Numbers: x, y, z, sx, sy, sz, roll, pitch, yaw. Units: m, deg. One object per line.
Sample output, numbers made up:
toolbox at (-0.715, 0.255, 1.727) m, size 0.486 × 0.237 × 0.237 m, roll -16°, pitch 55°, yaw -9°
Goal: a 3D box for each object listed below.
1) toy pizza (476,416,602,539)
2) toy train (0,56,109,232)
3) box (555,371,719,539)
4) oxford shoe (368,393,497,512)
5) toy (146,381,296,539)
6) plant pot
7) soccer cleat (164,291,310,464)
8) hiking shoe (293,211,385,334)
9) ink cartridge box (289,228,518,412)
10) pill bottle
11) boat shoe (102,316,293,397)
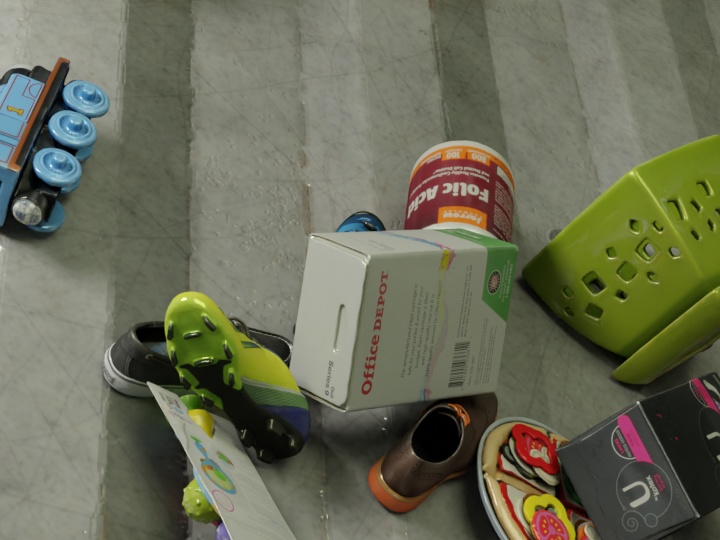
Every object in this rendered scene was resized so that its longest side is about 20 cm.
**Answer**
toy pizza at (0.190, 0.220, 1.740) m, size 0.199 × 0.032 × 0.201 m, roll 30°, pitch 37°, yaw -26°
toy train at (-0.303, -0.120, 1.692) m, size 0.113 × 0.087 × 0.201 m, roll 22°, pitch 40°, yaw -9°
box at (0.293, 0.185, 1.776) m, size 0.200 × 0.106 × 0.123 m, roll -12°, pitch 71°, yaw -58°
oxford shoe at (0.085, 0.152, 1.722) m, size 0.071 × 0.073 × 0.200 m, roll 41°, pitch 38°, yaw 6°
toy at (-0.117, 0.187, 1.539) m, size 0.115 × 0.047 × 0.201 m, roll 33°, pitch 20°, yaw -47°
plant pot at (0.327, -0.003, 1.977) m, size 0.198 × 0.200 × 0.182 m, roll -22°, pitch 74°, yaw -48°
soccer cleat at (-0.107, 0.082, 1.596) m, size 0.201 × 0.064 × 0.084 m, roll 55°, pitch 28°, yaw -35°
hiking shoe at (0.000, 0.000, 1.799) m, size 0.074 × 0.087 × 0.201 m, roll 30°, pitch 38°, yaw -9°
ink cartridge box at (0.040, 0.041, 1.690) m, size 0.199 × 0.147 × 0.087 m, roll -5°, pitch 18°, yaw -45°
pill bottle at (0.098, -0.030, 1.885) m, size 0.114 × 0.114 × 0.201 m, roll 25°, pitch 39°, yaw -14°
boat shoe at (-0.132, 0.069, 1.642) m, size 0.199 × 0.066 × 0.070 m, roll 4°, pitch 49°, yaw -35°
